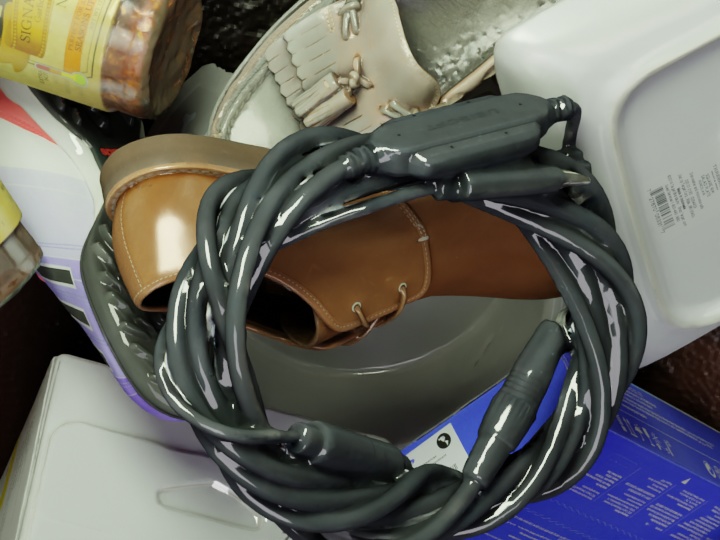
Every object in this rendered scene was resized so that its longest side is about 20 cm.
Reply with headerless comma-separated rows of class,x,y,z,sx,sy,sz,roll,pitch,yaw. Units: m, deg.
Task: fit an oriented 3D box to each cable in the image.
cable,0.013,0.025,1.044,0.199,0.051,0.164,-18,112,-30

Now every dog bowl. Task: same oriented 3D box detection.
dog bowl,-0.001,-0.004,1.201,0.199,0.059,0.201,-1,120,-1

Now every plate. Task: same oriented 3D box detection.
plate,0.164,-0.058,1.134,0.199,0.032,0.200,-27,135,-5

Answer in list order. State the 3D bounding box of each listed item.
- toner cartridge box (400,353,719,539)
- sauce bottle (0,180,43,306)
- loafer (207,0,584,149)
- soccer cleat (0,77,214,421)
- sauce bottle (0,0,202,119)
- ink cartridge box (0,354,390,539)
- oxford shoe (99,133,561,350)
toner cartridge box,0.095,0.094,1.209,0.095,0.043,0.200,-34,152,16
sauce bottle,-0.194,-0.070,1.071,0.064,0.065,0.201,-26,107,14
loafer,0.028,-0.094,1.095,0.199,0.063,0.072,-32,92,-1
soccer cleat,-0.105,-0.014,1.133,0.068,0.201,0.073,-3,144,-39
sauce bottle,-0.161,-0.113,1.107,0.199,0.066,0.066,16,121,12
ink cartridge box,-0.090,0.154,1.202,0.146,0.147,0.200,15,149,-10
oxford shoe,0.000,0.000,1.088,0.199,0.072,0.071,3,147,-19
